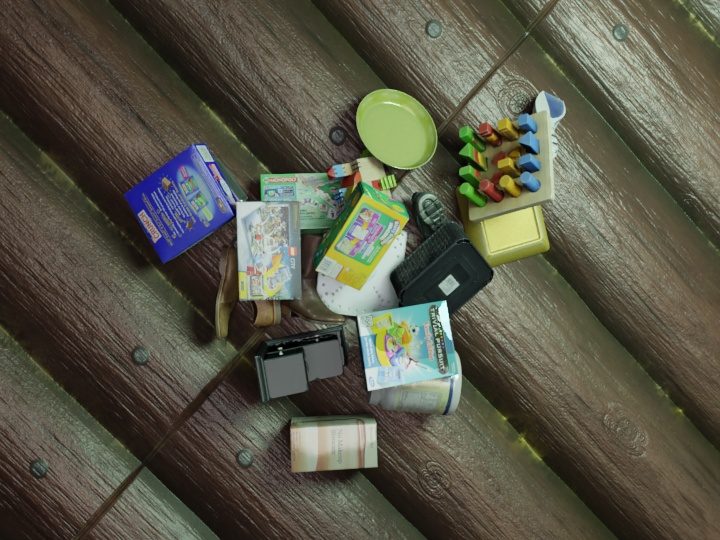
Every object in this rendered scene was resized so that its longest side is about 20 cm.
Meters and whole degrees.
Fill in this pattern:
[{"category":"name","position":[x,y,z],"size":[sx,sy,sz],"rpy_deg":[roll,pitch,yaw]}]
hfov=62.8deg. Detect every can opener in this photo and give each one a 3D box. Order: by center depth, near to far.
[{"category":"can opener","position":[-0.268,-0.163,1.319],"size":[0.201,0.052,0.067],"rpy_deg":[49,53,-7]}]

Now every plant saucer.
[{"category":"plant saucer","position":[0.078,-0.309,1.316],"size":[0.193,0.031,0.207],"rpy_deg":[8,65,-17]},{"category":"plant saucer","position":[0.338,-0.121,1.372],"size":[0.193,0.048,0.207],"rpy_deg":[-15,94,-5]}]

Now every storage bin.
[{"category":"storage bin","position":[0.177,0.013,1.299],"size":[0.199,0.095,0.135],"rpy_deg":[-41,118,11]}]

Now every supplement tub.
[{"category":"supplement tub","position":[0.115,0.240,1.313],"size":[0.192,0.145,0.151],"rpy_deg":[6,91,-5]}]

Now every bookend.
[{"category":"bookend","position":[-0.119,0.194,1.263],"size":[0.191,0.200,0.096],"rpy_deg":[-10,93,-4]}]

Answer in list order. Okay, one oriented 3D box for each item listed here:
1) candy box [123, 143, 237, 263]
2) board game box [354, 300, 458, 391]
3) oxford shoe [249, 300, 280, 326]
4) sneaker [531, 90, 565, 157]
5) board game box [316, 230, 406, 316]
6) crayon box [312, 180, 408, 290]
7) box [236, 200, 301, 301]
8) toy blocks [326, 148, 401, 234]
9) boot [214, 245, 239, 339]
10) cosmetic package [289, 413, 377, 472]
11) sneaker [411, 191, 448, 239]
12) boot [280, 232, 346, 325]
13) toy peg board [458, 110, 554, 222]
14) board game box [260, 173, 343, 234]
[{"category":"candy box","position":[-0.379,-0.144,1.267],"size":[0.196,0.077,0.173],"rpy_deg":[-30,95,11]},{"category":"board game box","position":[0.095,0.156,1.227],"size":[0.192,0.047,0.157],"rpy_deg":[-9,81,-7]},{"category":"oxford shoe","position":[-0.221,0.020,1.297],"size":[0.069,0.071,0.208],"rpy_deg":[-6,88,-24]},{"category":"sneaker","position":[0.400,-0.306,1.358],"size":[0.078,0.116,0.204],"rpy_deg":[24,61,-7]},{"category":"board game box","position":[0.000,0.000,1.354],"size":[0.192,0.026,0.208],"rpy_deg":[7,91,-5]},{"category":"crayon box","position":[-0.002,-0.068,1.229],"size":[0.116,0.059,0.202],"rpy_deg":[23,116,-25]},{"category":"box","position":[-0.192,-0.042,1.246],"size":[0.131,0.038,0.208],"rpy_deg":[-1,97,-7]},{"category":"toy blocks","position":[0.002,-0.159,1.281],"size":[0.134,0.098,0.207],"rpy_deg":[-18,92,-40]},{"category":"boot","position":[-0.285,0.053,1.311],"size":[0.073,0.073,0.208],"rpy_deg":[8,89,-15]},{"category":"cosmetic package","position":[-0.061,0.387,1.330],"size":[0.192,0.087,0.108],"rpy_deg":[-3,91,-5]},{"category":"sneaker","position":[0.175,-0.096,1.349],"size":[0.074,0.079,0.204],"rpy_deg":[-32,114,-9]},{"category":"boot","position":[-0.095,0.010,1.304],"size":[0.180,0.064,0.208],"rpy_deg":[12,88,21]},{"category":"toy peg board","position":[0.298,-0.234,1.257],"size":[0.096,0.195,0.208],"rpy_deg":[21,65,-45]},{"category":"board game box","position":[-0.123,-0.148,1.307],"size":[0.192,0.029,0.139],"rpy_deg":[-2,68,-7]}]
